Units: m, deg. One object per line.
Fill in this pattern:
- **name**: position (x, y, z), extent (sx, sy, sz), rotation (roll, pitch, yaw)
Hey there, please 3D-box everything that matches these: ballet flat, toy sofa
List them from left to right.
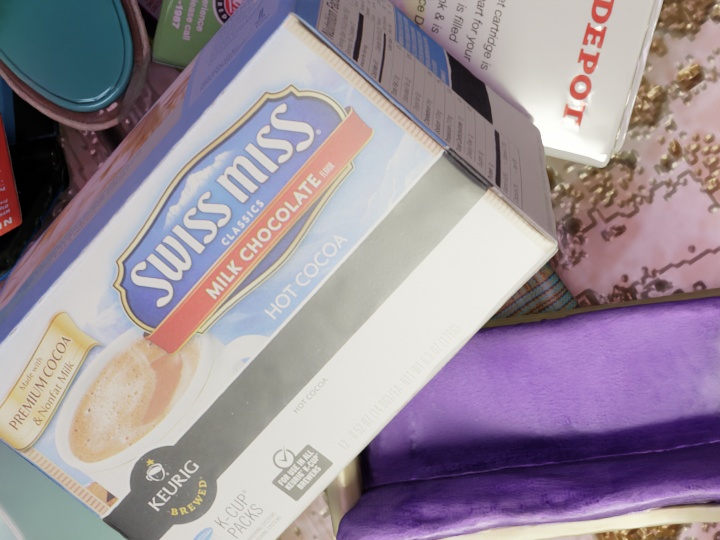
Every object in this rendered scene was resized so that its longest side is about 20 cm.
- **ballet flat**: position (-0.149, -0.130, 0.867), extent (0.067, 0.062, 0.200), rotation (-39, 71, -3)
- **toy sofa**: position (0.080, 0.063, 0.882), extent (0.198, 0.098, 0.083), rotation (-8, 100, 8)

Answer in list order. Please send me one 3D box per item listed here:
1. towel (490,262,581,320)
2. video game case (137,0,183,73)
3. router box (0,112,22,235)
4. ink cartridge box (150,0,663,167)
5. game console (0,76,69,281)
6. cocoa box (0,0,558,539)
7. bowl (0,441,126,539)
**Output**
- **towel**: position (0.000, 0.000, 0.936), extent (0.146, 0.022, 0.200), rotation (-36, 94, 12)
- **video game case**: position (-0.023, -0.171, 0.955), extent (0.181, 0.025, 0.200), rotation (42, 98, 9)
- **router box**: position (-0.230, -0.125, 0.873), extent (0.049, 0.180, 0.200), rotation (-31, 54, -25)
- **ink cartridge box**: position (0.025, -0.141, 0.852), extent (0.199, 0.084, 0.146), rotation (13, 106, -5)
- **game console**: position (-0.251, -0.065, 0.966), extent (0.198, 0.171, 0.119), rotation (-8, 116, 13)
- **cocoa box**: position (-0.039, -0.005, 0.785), extent (0.131, 0.134, 0.200), rotation (39, 107, -14)
- **bowl**: position (-0.131, 0.109, 0.915), extent (0.105, 0.201, 0.201), rotation (-33, 82, -27)
